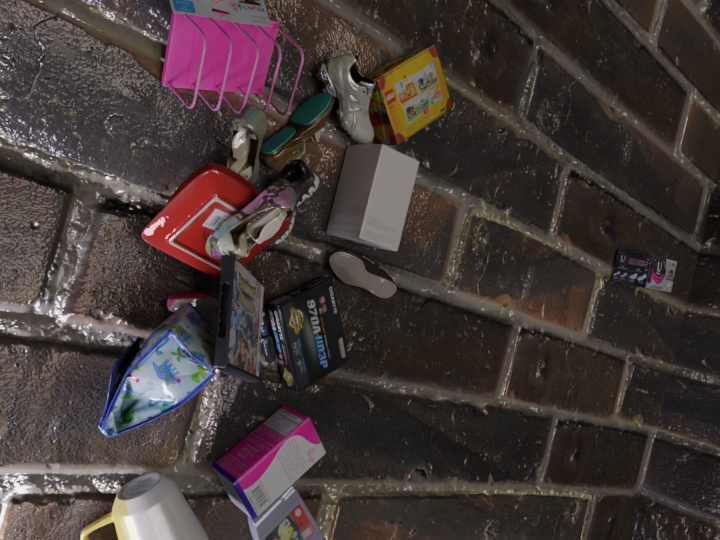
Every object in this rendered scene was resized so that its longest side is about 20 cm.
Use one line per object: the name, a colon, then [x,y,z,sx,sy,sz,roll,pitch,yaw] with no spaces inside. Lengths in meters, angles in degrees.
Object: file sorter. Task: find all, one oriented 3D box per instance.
file sorter: [-0.217,-0.353,1.123,0.199,0.126,0.140,-8,133,-39]

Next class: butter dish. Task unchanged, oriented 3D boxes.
butter dish: [-0.258,-0.112,1.161,0.199,0.149,0.199,-37,136,22]

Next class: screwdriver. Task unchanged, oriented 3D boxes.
screwdriver: [-0.198,0.095,1.309,0.028,0.029,0.202,-24,117,-35]

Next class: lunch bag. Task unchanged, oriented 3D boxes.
lunch bag: [-0.335,0.169,1.081,0.200,0.170,0.127,-43,101,6]

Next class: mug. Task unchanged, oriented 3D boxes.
mug: [-0.380,0.458,1.152,0.186,0.149,0.155,-28,107,-41]

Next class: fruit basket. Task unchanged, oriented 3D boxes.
fruit basket: [-0.247,-0.509,1.086,0.184,0.094,0.202,-7,70,-39]

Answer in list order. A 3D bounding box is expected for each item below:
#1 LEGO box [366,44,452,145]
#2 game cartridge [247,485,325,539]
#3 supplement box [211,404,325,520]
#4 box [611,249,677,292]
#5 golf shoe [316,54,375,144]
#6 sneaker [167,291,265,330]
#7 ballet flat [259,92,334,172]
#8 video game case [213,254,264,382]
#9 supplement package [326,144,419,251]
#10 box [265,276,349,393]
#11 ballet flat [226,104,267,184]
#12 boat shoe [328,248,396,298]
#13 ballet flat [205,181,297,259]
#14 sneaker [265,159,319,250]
LEGO box: [0.099,-0.390,1.450,0.199,0.077,0.150,-37,119,-29]
game cartridge: [-0.163,0.574,1.424,0.133,0.041,0.201,-38,120,-25]
supplement box: [-0.184,0.385,1.328,0.199,0.103,0.102,-36,118,-29]
box: [0.974,0.001,2.229,0.199,0.132,0.116,7,95,-41]
golf shoe: [-0.006,-0.351,1.345,0.201,0.096,0.079,57,33,-34]
sneaker: [-0.272,0.095,1.216,0.199,0.081,0.089,21,83,-40]
ballet flat: [-0.120,-0.270,1.300,0.200,0.067,0.073,-51,146,-22]
video game case: [-0.205,0.090,1.122,0.200,0.025,0.183,70,20,-73]
supplement package: [0.027,-0.157,1.400,0.119,0.121,0.202,15,88,-40]
box: [-0.108,0.134,1.377,0.158,0.046,0.202,-26,114,-40]
ballet flat: [-0.213,-0.207,1.160,0.067,0.201,0.064,27,52,0]
boat shoe: [0.000,0.000,1.458,0.199,0.057,0.067,31,113,-36]
ballet flat: [-0.182,-0.066,1.071,0.199,0.072,0.069,-36,139,20]
sneaker: [-0.155,-0.137,1.272,0.201,0.066,0.091,-59,149,-21]
